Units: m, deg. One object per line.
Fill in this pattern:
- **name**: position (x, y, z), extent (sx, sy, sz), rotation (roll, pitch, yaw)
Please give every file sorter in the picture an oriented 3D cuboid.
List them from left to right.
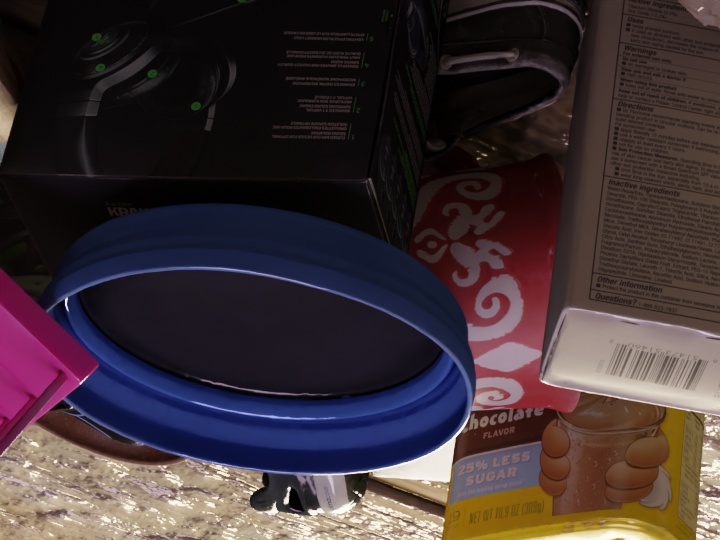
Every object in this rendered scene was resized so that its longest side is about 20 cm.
- **file sorter**: position (-0.233, 0.059, 1.019), extent (0.139, 0.125, 0.200), rotation (44, 152, -6)

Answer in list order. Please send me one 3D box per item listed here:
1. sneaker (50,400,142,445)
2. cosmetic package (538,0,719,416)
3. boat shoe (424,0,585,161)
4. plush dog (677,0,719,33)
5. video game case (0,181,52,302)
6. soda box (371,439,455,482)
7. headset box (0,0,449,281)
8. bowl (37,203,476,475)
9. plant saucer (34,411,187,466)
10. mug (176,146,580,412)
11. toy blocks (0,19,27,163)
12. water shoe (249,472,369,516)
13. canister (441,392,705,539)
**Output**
- **sneaker**: position (-0.197, 0.044, 1.282), extent (0.200, 0.078, 0.070), rotation (43, 146, -16)
- **cosmetic package**: position (0.148, -0.039, 1.078), extent (0.103, 0.200, 0.073), rotation (11, 147, 0)
- **boat shoe**: position (0.024, -0.091, 1.158), extent (0.200, 0.064, 0.071), rotation (-20, 138, 38)
- **plush dog**: position (0.203, -0.138, 0.983), extent (0.200, 0.161, 0.172), rotation (33, 165, -32)
- **video game case**: position (-0.207, -0.022, 1.194), extent (0.200, 0.182, 0.023), rotation (14, 122, 21)
- **soda box**: position (0.033, 0.055, 1.384), extent (0.071, 0.063, 0.200), rotation (4, 147, 10)
- **headset box**: position (-0.057, -0.086, 1.063), extent (0.174, 0.200, 0.093), rotation (1, 146, 13)
- **bowl**: position (-0.047, 0.032, 1.022), extent (0.200, 0.039, 0.201), rotation (6, 151, 3)
- **plant saucer**: position (-0.170, 0.040, 1.360), extent (0.200, 0.037, 0.200), rotation (21, 146, 15)
- **mug**: position (0.001, 0.012, 1.178), extent (0.200, 0.134, 0.178), rotation (-6, -169, -5)
- **toy blocks**: position (-0.203, -0.118, 1.079), extent (0.100, 0.200, 0.137), rotation (-26, 153, 0)
- **water shoe**: position (-0.056, 0.058, 1.335), extent (0.079, 0.072, 0.200), rotation (-10, 109, 17)
- **canister**: position (0.122, 0.072, 1.257), extent (0.148, 0.200, 0.087), rotation (-13, 142, 32)
